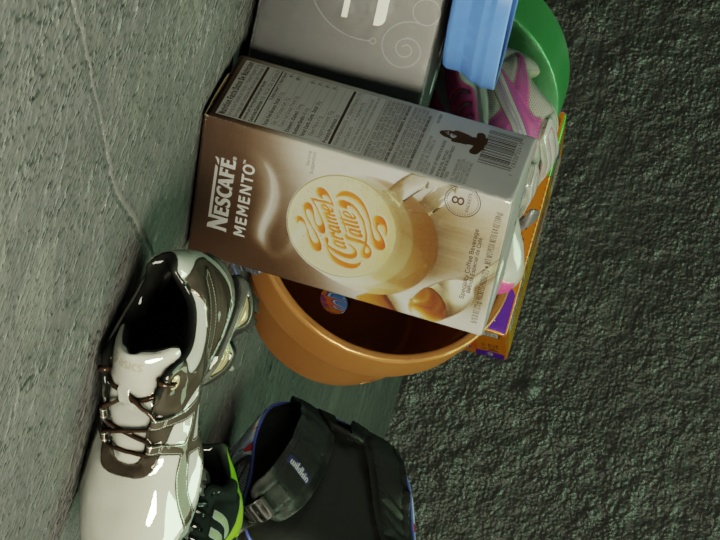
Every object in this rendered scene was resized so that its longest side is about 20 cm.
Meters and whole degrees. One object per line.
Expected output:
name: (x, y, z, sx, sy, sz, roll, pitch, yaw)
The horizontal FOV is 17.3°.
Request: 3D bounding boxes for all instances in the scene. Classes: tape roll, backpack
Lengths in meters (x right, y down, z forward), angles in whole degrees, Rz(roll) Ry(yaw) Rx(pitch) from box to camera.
tape roll: (0.055, -0.150, 1.773, 0.048, 0.200, 0.201, -68, 171, -45)
backpack: (-0.041, 0.206, 1.904, 0.154, 0.200, 0.191, -41, -155, 36)

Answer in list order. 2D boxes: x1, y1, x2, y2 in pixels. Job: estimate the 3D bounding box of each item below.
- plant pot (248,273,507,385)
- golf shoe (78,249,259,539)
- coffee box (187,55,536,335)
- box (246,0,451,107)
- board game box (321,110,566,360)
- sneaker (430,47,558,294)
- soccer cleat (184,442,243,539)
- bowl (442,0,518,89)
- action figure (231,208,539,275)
plant pot: (0.000, 0.000, 1.780, 0.140, 0.200, 0.200, 128, -17, -61)
golf shoe: (-0.127, 0.080, 1.347, 0.094, 0.078, 0.200, 41, 61, -64)
coffee box: (-0.001, -0.048, 1.502, 0.080, 0.200, 0.115, -66, 169, -51)
box: (0.001, -0.186, 1.545, 0.106, 0.122, 0.200, -68, 171, -64)
board game box: (0.060, -0.051, 2.081, 0.200, 0.199, 0.200, 65, 40, -81)
sneaker: (0.098, -0.078, 1.614, 0.081, 0.088, 0.200, 136, -46, -58)
soccer cleat: (-0.127, 0.188, 1.646, 0.200, 0.067, 0.081, -64, 151, -66)
bowl: (0.091, -0.218, 1.520, 0.201, 0.039, 0.201, 14, 90, -86)
action figure: (-0.003, -0.038, 1.665, 0.200, 0.193, 0.105, -46, 161, -20)
